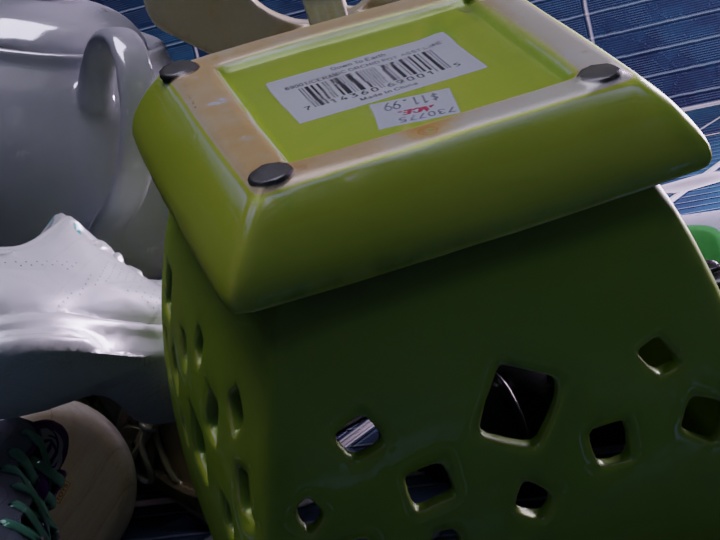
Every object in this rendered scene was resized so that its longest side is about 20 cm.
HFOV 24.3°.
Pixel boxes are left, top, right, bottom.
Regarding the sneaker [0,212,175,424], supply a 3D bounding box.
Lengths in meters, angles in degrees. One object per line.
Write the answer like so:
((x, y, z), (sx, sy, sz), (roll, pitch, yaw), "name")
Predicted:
((-0.113, 0.015, 0.751), (0.075, 0.089, 0.199), (-40, -28, 26), "sneaker")

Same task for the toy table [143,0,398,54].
((-0.011, -0.120, 0.879), (0.182, 0.118, 0.200), (-19, 17, -9), "toy table")

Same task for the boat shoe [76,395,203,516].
((-0.120, 0.059, 0.865), (0.063, 0.074, 0.201), (18, 20, -48), "boat shoe")

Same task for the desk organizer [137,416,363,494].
((-0.052, 0.066, 0.986), (0.076, 0.072, 0.199), (-11, 7, 35), "desk organizer")

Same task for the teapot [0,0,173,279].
((-0.161, -0.082, 0.874), (0.198, 0.148, 0.197), (12, 18, 15), "teapot")

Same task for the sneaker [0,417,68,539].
((-0.150, 0.097, 0.694), (0.087, 0.075, 0.200), (-36, 35, -18), "sneaker")

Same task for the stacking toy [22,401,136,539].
((-0.178, 0.107, 0.882), (0.085, 0.086, 0.200), (-16, 3, -20), "stacking toy")

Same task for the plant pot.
((0.022, 0.007, 0.629), (0.198, 0.183, 0.199), (-17, 28, -11), "plant pot")

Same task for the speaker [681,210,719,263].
((0.153, 0.016, 0.920), (0.199, 0.089, 0.088), (-7, 9, 40), "speaker")

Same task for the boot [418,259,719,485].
((0.091, 0.043, 0.841), (0.157, 0.080, 0.211), (-23, 20, -17), "boot")
